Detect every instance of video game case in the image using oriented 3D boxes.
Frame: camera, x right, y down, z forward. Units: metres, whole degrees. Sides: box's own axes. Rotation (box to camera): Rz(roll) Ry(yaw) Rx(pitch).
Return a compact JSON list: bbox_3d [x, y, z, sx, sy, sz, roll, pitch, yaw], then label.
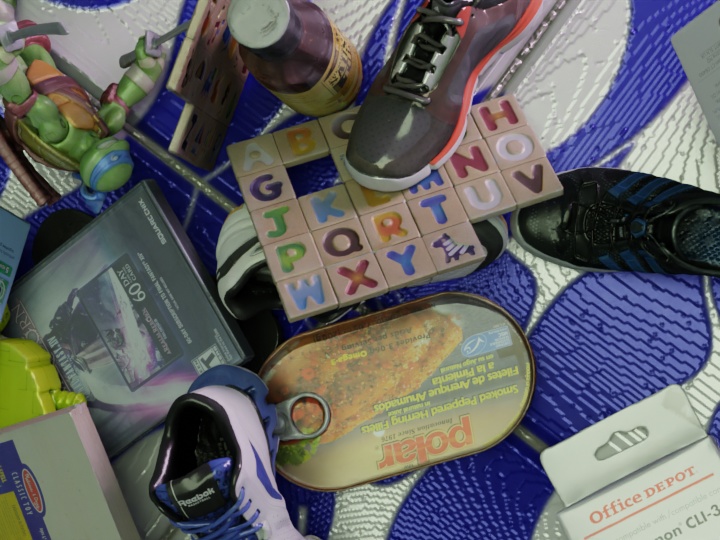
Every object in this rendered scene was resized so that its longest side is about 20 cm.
[{"bbox_3d":[-0.181,0.050,1.336,0.200,0.019,0.143,-36,79,24],"label":"video game case"}]

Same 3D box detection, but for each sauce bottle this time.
[{"bbox_3d":[-0.044,-0.144,1.262,0.066,0.200,0.066,-1,87,10],"label":"sauce bottle"}]

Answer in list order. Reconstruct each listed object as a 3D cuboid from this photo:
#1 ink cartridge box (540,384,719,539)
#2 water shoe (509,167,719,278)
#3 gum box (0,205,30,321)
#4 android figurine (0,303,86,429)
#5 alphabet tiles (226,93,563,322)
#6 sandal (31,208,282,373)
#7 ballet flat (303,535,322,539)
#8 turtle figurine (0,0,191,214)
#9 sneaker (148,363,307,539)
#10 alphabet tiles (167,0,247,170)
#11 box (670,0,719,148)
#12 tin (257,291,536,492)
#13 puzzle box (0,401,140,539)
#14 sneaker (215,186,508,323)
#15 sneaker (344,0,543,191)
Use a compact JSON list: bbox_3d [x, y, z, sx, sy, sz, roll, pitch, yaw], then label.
[{"bbox_3d":[0.205,0.185,1.254,0.116,0.067,0.200,-28,81,8],"label":"ink cartridge box"},{"bbox_3d":[0.196,-0.033,1.268,0.199,0.079,0.072,6,86,11],"label":"water shoe"},{"bbox_3d":[-0.332,0.046,1.323,0.169,0.045,0.201,8,75,28],"label":"gum box"},{"bbox_3d":[-0.282,0.104,1.354,0.199,0.041,0.183,4,94,22],"label":"android figurine"},{"bbox_3d":[0.025,-0.056,1.279,0.199,0.008,0.167,-18,48,-5],"label":"alphabet tiles"},{"bbox_3d":[-0.149,0.020,1.349,0.200,0.045,0.075,27,91,12],"label":"sandal"},{"bbox_3d":[-0.054,0.214,1.310,0.199,0.067,0.067,-5,62,12],"label":"ballet flat"},{"bbox_3d":[-0.206,-0.159,1.316,0.194,0.200,0.144,37,53,25],"label":"turtle figurine"},{"bbox_3d":[-0.085,0.161,1.223,0.080,0.115,0.200,-20,86,16],"label":"sneaker"},{"bbox_3d":[-0.089,-0.153,1.265,0.008,0.200,0.168,21,90,6],"label":"alphabet tiles"},{"bbox_3d":[0.315,-0.094,1.202,0.152,0.106,0.201,-17,80,-31],"label":"box"},{"bbox_3d":[0.023,0.084,1.314,0.199,0.042,0.112,-16,79,9],"label":"tin"},{"bbox_3d":[-0.208,0.199,1.300,0.133,0.025,0.201,-17,97,23],"label":"puzzle box"},{"bbox_3d":[0.000,0.000,1.288,0.199,0.076,0.088,-5,40,11],"label":"sneaker"},{"bbox_3d":[0.047,-0.147,1.281,0.077,0.082,0.200,25,72,26],"label":"sneaker"}]
